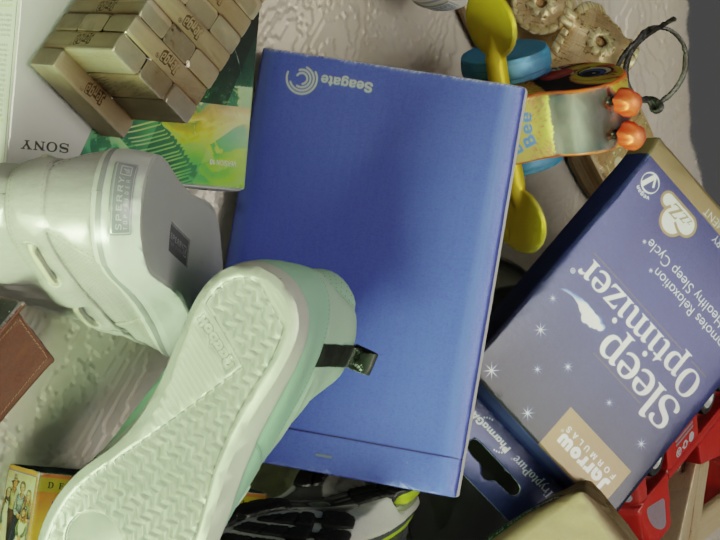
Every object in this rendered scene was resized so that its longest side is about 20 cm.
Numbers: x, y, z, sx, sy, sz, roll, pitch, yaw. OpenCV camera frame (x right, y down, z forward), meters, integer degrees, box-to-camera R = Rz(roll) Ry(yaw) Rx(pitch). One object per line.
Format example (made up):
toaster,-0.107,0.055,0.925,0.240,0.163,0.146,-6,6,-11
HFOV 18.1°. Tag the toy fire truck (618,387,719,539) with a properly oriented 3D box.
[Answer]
toy fire truck,0.189,0.117,1.328,0.200,0.049,0.141,-42,132,-44

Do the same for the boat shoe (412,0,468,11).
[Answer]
boat shoe,0.051,-0.237,1.169,0.068,0.072,0.201,23,89,-45

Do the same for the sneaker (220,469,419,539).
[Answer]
sneaker,-0.027,0.151,1.091,0.200,0.074,0.081,-23,121,-57

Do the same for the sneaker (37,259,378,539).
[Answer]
sneaker,-0.065,0.084,1.028,0.201,0.074,0.118,-57,164,14

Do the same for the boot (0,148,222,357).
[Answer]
boot,-0.122,-0.008,1.019,0.200,0.095,0.074,68,27,-69

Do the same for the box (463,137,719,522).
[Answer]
box,0.130,0.043,1.201,0.121,0.032,0.200,46,76,-17

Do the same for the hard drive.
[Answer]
hard drive,0.000,0.000,1.108,0.025,0.132,0.201,21,79,-80

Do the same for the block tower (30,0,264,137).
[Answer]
block tower,-0.065,-0.153,1.018,0.054,0.058,0.200,47,64,-37

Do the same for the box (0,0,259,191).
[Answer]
box,-0.107,-0.139,1.041,0.144,0.036,0.201,2,95,-45

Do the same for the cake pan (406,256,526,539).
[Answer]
cake pan,0.067,0.091,1.245,0.200,0.037,0.201,-7,100,-44

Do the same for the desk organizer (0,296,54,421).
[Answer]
desk organizer,-0.204,0.106,0.952,0.200,0.072,0.077,-53,131,-25

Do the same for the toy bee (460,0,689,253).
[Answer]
toy bee,0.092,-0.087,1.151,0.200,0.109,0.131,-36,113,-9

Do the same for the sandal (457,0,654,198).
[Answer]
sandal,0.132,-0.113,1.258,0.078,0.070,0.212,-55,129,-25

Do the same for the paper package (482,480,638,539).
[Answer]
paper package,0.087,0.235,1.131,0.200,0.103,0.191,-37,85,5

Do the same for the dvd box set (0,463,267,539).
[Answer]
dvd box set,-0.120,0.196,1.075,0.146,0.029,0.201,10,89,-45
